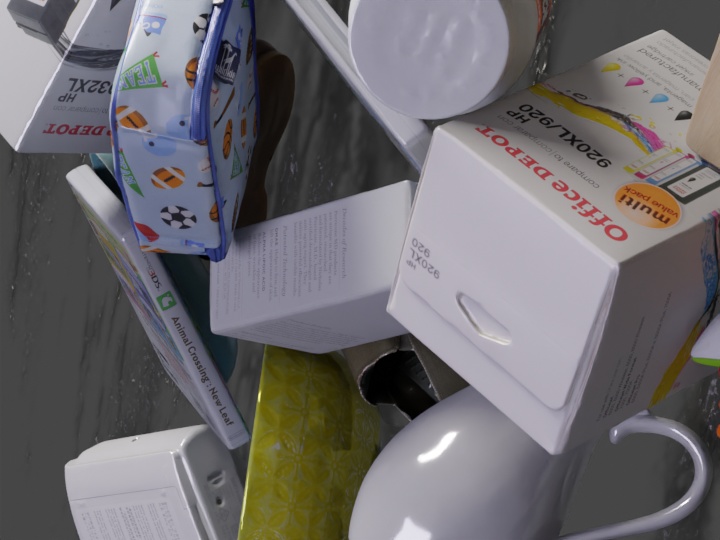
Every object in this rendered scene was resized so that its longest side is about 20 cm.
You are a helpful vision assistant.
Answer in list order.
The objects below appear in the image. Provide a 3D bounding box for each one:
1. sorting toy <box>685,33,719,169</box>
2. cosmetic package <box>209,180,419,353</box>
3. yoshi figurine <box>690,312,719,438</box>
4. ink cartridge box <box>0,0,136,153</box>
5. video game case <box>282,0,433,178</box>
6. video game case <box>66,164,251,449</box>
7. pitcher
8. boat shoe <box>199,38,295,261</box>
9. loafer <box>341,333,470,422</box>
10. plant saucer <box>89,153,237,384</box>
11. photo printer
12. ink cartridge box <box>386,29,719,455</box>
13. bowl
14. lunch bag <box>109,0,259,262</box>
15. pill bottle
[{"bbox_3d":[0.292,-0.110,1.358,0.199,0.070,0.200,37,126,32],"label":"sorting toy"},{"bbox_3d":[0.000,0.000,1.684,0.200,0.102,0.074,-16,69,45],"label":"cosmetic package"},{"bbox_3d":[0.265,0.058,1.459,0.112,0.112,0.200,32,152,34],"label":"yoshi figurine"},{"bbox_3d":[-0.159,-0.179,1.751,0.084,0.145,0.200,48,120,29],"label":"ink cartridge box"},{"bbox_3d":[0.001,-0.124,1.643,0.182,0.022,0.200,52,-178,17],"label":"video game case"},{"bbox_3d":[-0.150,0.024,1.903,0.182,0.022,0.200,64,171,-21],"label":"video game case"},{"bbox_3d":[0.106,0.139,1.636,0.172,0.200,0.121,42,178,16],"label":"pitcher"},{"bbox_3d":[-0.100,-0.088,1.841,0.070,0.070,0.200,41,136,26],"label":"boat shoe"},{"bbox_3d":[0.021,0.048,1.772,0.200,0.070,0.075,38,135,30],"label":"loafer"},{"bbox_3d":[-0.140,-0.006,1.910,0.200,0.027,0.200,58,170,17],"label":"plant saucer"},{"bbox_3d":[-0.154,0.210,2.065,0.200,0.069,0.167,-14,98,52],"label":"photo printer"},{"bbox_3d":[0.144,-0.019,1.486,0.147,0.200,0.145,39,135,29],"label":"ink cartridge box"},{"bbox_3d":[-0.027,0.142,1.831,0.108,0.200,0.200,7,125,-1],"label":"bowl"},{"bbox_3d":[-0.106,-0.115,1.660,0.075,0.160,0.200,10,143,6],"label":"lunch bag"},{"bbox_3d":[0.052,-0.151,1.511,0.109,0.200,0.110,2,104,8],"label":"pill bottle"}]
